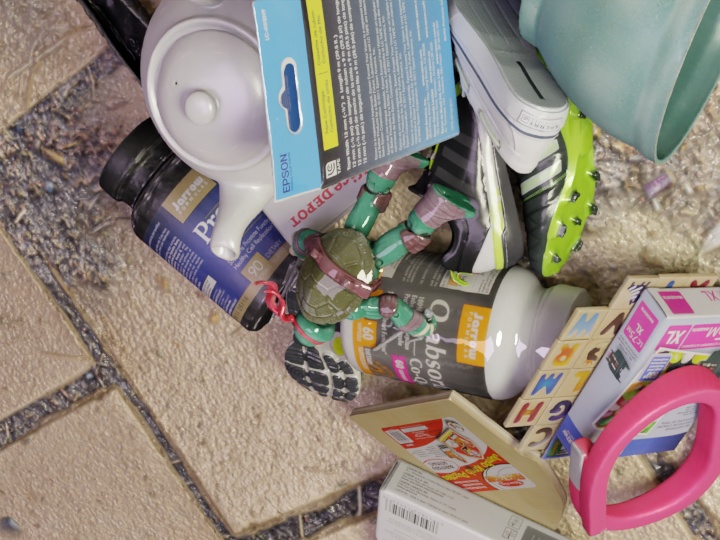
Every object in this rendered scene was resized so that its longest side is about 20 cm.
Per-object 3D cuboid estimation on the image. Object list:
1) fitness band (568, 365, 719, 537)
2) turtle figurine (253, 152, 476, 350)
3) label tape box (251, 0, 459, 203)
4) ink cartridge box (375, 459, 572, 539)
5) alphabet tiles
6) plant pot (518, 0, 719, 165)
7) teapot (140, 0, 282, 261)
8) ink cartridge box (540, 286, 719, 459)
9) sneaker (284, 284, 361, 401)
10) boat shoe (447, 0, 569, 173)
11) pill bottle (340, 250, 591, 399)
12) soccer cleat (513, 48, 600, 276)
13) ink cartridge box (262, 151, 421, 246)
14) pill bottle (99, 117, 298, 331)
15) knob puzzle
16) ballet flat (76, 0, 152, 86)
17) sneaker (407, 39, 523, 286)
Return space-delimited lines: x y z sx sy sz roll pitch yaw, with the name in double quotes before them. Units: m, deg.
"fitness band" 0.243 0.155 1.224 0.201 0.143 0.038 81 163 -51
"turtle figurine" 0.000 0.000 1.193 0.150 0.101 0.201 40 110 13
"label tape box" -0.017 -0.146 1.078 0.066 0.199 0.145 12 116 43
"ink cartridge box" 0.110 0.286 1.433 0.199 0.044 0.174 23 143 16
"alphabet tiles" 0.210 0.077 1.212 0.006 0.165 0.201 58 135 37
"plant pot" 0.196 -0.195 1.046 0.134 0.200 0.201 28 125 17
"teapot" -0.097 -0.151 1.151 0.200 0.146 0.197 45 119 0
"ink cartridge box" 0.241 0.097 1.220 0.042 0.119 0.201 60 138 36
"sneaker" -0.022 0.051 1.363 0.077 0.080 0.201 19 141 11
"boat shoe" 0.099 -0.154 1.132 0.073 0.201 0.067 8 129 -18
"pill bottle" 0.092 0.047 1.274 0.198 0.116 0.117 9 119 24
"soccer cleat" 0.153 -0.094 1.209 0.081 0.067 0.202 23 123 35
"ink cartridge box" -0.056 -0.143 1.273 0.147 0.086 0.200 -36 96 34
"pill bottle" -0.138 -0.046 1.351 0.200 0.112 0.112 39 126 4
"knob puzzle" 0.111 0.172 1.349 0.218 0.031 0.220 24 153 13
"ballet flat" -0.211 -0.211 1.340 0.066 0.057 0.200 -37 94 37
"sneaker" 0.076 -0.088 1.207 0.082 0.072 0.202 -13 92 3
